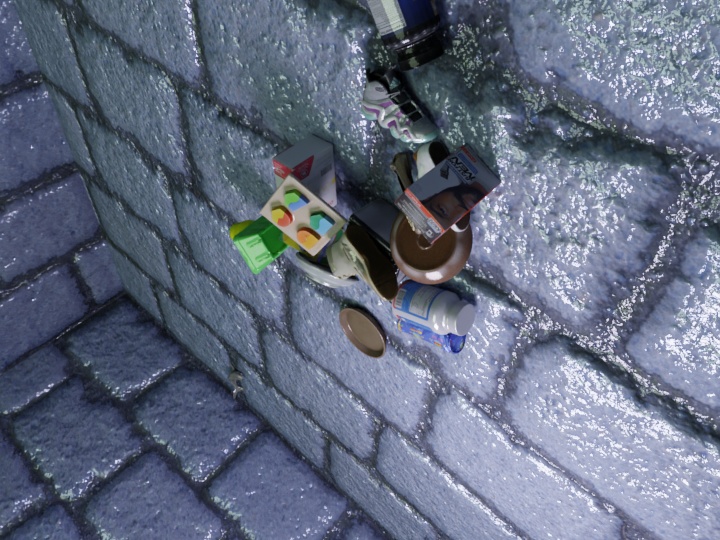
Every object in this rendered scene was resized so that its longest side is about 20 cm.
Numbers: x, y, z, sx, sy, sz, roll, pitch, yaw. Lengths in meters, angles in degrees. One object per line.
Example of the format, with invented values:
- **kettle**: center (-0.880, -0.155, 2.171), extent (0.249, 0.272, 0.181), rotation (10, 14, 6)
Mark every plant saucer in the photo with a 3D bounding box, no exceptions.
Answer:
- **plant saucer**: center (0.151, -0.069, 1.355), extent (0.199, 0.037, 0.202), rotation (0, 90, 25)
- **plant saucer**: center (-0.102, 0.007, 1.744), extent (0.200, 0.200, 0.050), rotation (28, 99, 32)
- **plant saucer**: center (0.011, 0.197, 1.937), extent (0.200, 0.029, 0.201), rotation (33, 145, 27)

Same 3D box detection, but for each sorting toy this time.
- **sorting toy**: center (-0.150, -0.133, 1.527), extent (0.185, 0.037, 0.200), rotation (39, 140, -10)

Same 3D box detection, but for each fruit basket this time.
- **fruit basket**: center (-0.318, -0.096, 1.885), extent (0.215, 0.215, 0.156), rotation (-8, 116, 55)

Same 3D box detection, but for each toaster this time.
- **toaster**: center (0.058, -0.056, 1.526), extent (0.200, 0.119, 0.181), rotation (40, 148, 17)

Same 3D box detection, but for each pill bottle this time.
- **pill bottle**: center (0.076, -0.469, 1.076), extent (0.112, 0.112, 0.201), rotation (4, 127, 50)
- **pill bottle**: center (0.186, 0.098, 1.529), extent (0.200, 0.112, 0.113), rotation (19, 137, 41)

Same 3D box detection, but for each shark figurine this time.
- **shark figurine**: center (-0.685, 0.587, 3.189), extent (0.128, 0.089, 0.215), rotation (41, 146, 18)

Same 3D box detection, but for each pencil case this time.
- **pencil case**: center (0.189, 0.157, 1.616), extent (0.199, 0.078, 0.087), rotation (19, 166, 40)

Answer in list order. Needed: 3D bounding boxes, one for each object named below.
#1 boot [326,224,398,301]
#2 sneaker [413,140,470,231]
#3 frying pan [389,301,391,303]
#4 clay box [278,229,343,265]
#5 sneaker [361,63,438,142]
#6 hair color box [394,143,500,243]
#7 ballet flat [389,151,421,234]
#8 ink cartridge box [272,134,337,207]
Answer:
- **boot**: center (0.000, 0.000, 1.477), extent (0.200, 0.072, 0.155), rotation (56, 148, 1)
- **sneaker**: center (0.175, -0.177, 1.303), extent (0.085, 0.073, 0.201), rotation (-10, 104, 59)
- **frying pan**: center (0.028, 0.016, 1.731), extent (0.115, 0.031, 0.191), rotation (17, 132, 45)
- **clay box**: center (-0.155, -0.109, 1.752), extent (0.200, 0.115, 0.048), rotation (28, -174, 30)
- **sneaker**: center (0.077, -0.353, 1.230), extent (0.200, 0.078, 0.140), rotation (32, 145, 27)
- **hair color box**: center (0.175, -0.155, 1.191), extent (0.111, 0.200, 0.064), rotation (48, 149, 3)
- **ballet flat**: center (0.101, -0.171, 1.324), extent (0.067, 0.046, 0.201), rotation (100, 161, -71)
- **ink cartridge box**: center (-0.142, -0.229, 1.576), extent (0.083, 0.145, 0.201), rotation (31, 143, 29)
